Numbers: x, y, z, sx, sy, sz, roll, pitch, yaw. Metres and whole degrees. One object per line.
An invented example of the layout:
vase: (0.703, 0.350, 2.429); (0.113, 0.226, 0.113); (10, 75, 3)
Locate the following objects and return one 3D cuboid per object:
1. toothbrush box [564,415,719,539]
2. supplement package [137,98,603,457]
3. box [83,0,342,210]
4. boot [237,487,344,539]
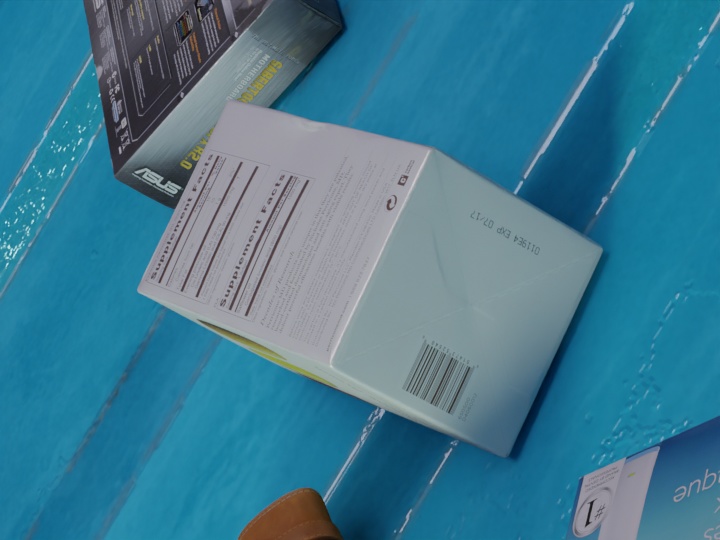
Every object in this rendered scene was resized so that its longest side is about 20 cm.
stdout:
toothbrush box: (0.137, 0.150, 0.969); (0.146, 0.085, 0.201); (-29, 32, 42)
supplement package: (0.000, 0.000, 1.287); (0.200, 0.113, 0.110); (18, 81, 59)
box: (-0.093, -0.158, 1.595); (0.158, 0.048, 0.200); (-46, 36, 24)
boot: (-0.010, 0.156, 1.229); (0.200, 0.074, 0.155); (-41, 34, 26)
